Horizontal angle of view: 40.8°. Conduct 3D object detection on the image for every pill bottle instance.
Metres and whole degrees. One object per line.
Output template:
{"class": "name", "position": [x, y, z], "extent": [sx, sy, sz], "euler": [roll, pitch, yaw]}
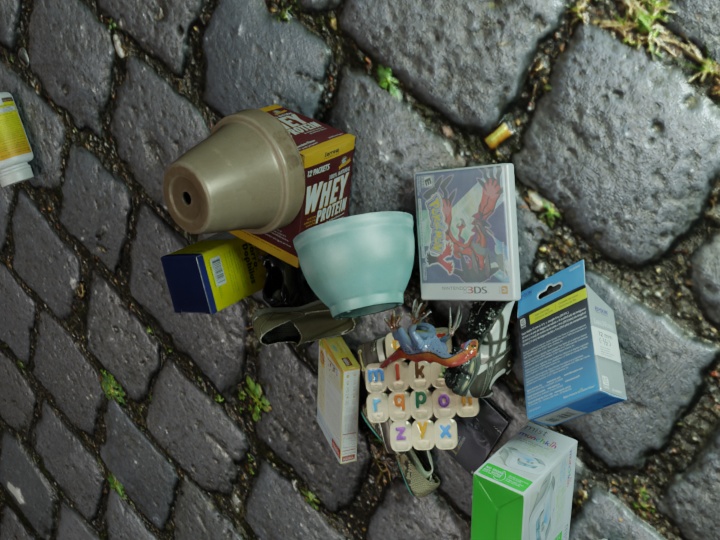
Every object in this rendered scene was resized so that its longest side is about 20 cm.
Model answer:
{"class": "pill bottle", "position": [-0.829, -0.301, 2.242], "extent": [0.108, 0.108, 0.204], "euler": [-10, 101, 43]}

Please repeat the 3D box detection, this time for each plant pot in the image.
{"class": "plant pot", "position": [0.000, 0.000, 1.539], "extent": [0.198, 0.198, 0.137], "euler": [-21, 76, 44]}
{"class": "plant pot", "position": [-0.211, -0.137, 1.525], "extent": [0.198, 0.174, 0.204], "euler": [18, 120, 34]}

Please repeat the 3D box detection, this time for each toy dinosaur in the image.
{"class": "toy dinosaur", "position": [0.116, 0.119, 1.528], "extent": [0.182, 0.103, 0.203], "euler": [-125, 34, -49]}

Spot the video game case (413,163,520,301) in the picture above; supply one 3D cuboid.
{"class": "video game case", "position": [0.161, -0.055, 1.486], "extent": [0.180, 0.023, 0.205], "euler": [-1, 94, 42]}

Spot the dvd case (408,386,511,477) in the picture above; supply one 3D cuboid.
{"class": "dvd case", "position": [0.152, 0.239, 1.658], "extent": [0.200, 0.016, 0.150], "euler": [42, 131, 22]}

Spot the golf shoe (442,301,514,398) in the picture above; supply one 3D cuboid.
{"class": "golf shoe", "position": [0.208, 0.110, 1.523], "extent": [0.203, 0.093, 0.078], "euler": [-64, 22, 17]}

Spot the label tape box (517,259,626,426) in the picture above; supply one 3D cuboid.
{"class": "label tape box", "position": [0.304, 0.108, 1.415], "extent": [0.143, 0.065, 0.204], "euler": [-32, 48, 45]}

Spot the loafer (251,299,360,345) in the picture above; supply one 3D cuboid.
{"class": "loafer", "position": [-0.096, 0.104, 1.726], "extent": [0.195, 0.070, 0.076], "euler": [-8, 127, 2]}

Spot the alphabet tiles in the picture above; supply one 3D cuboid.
{"class": "alphabet tiles", "position": [0.102, 0.199, 1.616], "extent": [0.196, 0.015, 0.200], "euler": [-7, 81, 22]}

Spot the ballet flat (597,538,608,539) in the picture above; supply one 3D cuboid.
{"class": "ballet flat", "position": [0.416, 0.506, 1.516], "extent": [0.071, 0.071, 0.204], "euler": [-2, 109, 42]}

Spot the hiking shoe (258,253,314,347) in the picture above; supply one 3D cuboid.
{"class": "hiking shoe", "position": [-0.141, 0.054, 1.783], "extent": [0.075, 0.100, 0.204], "euler": [-5, 105, 43]}

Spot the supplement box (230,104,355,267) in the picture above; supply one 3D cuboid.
{"class": "supplement box", "position": [-0.128, -0.150, 1.659], "extent": [0.195, 0.132, 0.204], "euler": [25, 124, 32]}

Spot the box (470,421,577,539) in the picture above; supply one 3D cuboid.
{"class": "box", "position": [0.253, 0.373, 1.514], "extent": [0.095, 0.175, 0.204], "euler": [17, 119, 35]}

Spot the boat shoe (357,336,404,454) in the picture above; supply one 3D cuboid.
{"class": "boat shoe", "position": [0.038, 0.221, 1.685], "extent": [0.058, 0.072, 0.204], "euler": [-13, 82, 22]}

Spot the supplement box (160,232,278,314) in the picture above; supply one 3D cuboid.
{"class": "supplement box", "position": [-0.250, -0.005, 1.785], "extent": [0.107, 0.199, 0.112], "euler": [-1, 109, 42]}

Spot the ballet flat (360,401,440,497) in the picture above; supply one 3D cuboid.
{"class": "ballet flat", "position": [0.081, 0.309, 1.731], "extent": [0.075, 0.068, 0.202], "euler": [-31, 92, 23]}

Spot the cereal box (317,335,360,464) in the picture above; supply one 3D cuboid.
{"class": "cereal box", "position": [-0.042, 0.229, 1.771], "extent": [0.144, 0.039, 0.204], "euler": [-128, 35, -56]}
